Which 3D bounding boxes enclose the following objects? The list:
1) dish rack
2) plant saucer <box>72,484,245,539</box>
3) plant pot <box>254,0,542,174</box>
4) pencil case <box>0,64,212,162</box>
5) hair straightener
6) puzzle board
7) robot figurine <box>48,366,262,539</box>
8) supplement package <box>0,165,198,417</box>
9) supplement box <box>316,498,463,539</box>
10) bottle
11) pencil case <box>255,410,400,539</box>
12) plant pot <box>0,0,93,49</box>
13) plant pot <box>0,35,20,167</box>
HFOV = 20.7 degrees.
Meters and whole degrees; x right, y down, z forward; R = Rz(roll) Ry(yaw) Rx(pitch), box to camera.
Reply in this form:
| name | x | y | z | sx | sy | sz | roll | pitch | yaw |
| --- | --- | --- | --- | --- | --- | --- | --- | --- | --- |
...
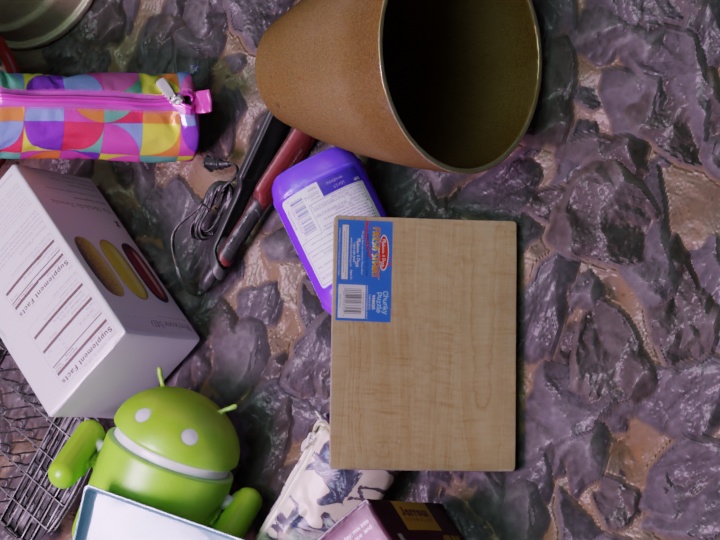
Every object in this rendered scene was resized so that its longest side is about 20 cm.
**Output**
| name | x | y | z | sx | sy | sz | roll | pitch | yaw |
| --- | --- | --- | --- | --- | --- | --- | --- | --- | --- |
| dish rack | -0.320 | 0.149 | 1.821 | 0.200 | 0.054 | 0.154 | 37 | 105 | 28 |
| plant saucer | -0.141 | 0.236 | 1.605 | 0.198 | 0.019 | 0.071 | 17 | 99 | 16 |
| plant pot | 0.013 | -0.170 | 1.593 | 0.199 | 0.185 | 0.188 | 1 | 85 | 46 |
| pencil case | -0.233 | -0.137 | 1.725 | 0.198 | 0.088 | 0.089 | -2 | 80 | -13 |
| hair straightener | -0.109 | -0.068 | 1.728 | 0.077 | 0.041 | 0.201 | 39 | 109 | 29 |
| puzzle board | 0.050 | 0.058 | 1.573 | 0.149 | 0.017 | 0.202 | 2 | 83 | -7 |
| robot figurine | -0.174 | 0.189 | 1.686 | 0.174 | 0.116 | 0.202 | 23 | 98 | 8 |
| supplement package | -0.256 | 0.021 | 1.750 | 0.110 | 0.113 | 0.200 | -46 | 65 | 20 |
| supplement box | 0.050 | 0.287 | 1.528 | 0.103 | 0.131 | 0.201 | -42 | 65 | 19 |
| bottle | 0.000 | 0.000 | 1.624 | 0.083 | 0.065 | 0.201 | -27 | 76 | 1 |
| pencil case | -0.044 | 0.209 | 1.620 | 0.089 | 0.078 | 0.201 | 28 | 103 | -14 |
| plant pot | -0.361 | -0.322 | 1.825 | 0.199 | 0.183 | 0.203 | -4 | 82 | 31 |
| plant pot | -0.417 | -0.148 | 1.796 | 0.182 | 0.199 | 0.203 | 3 | 85 | 60 |
